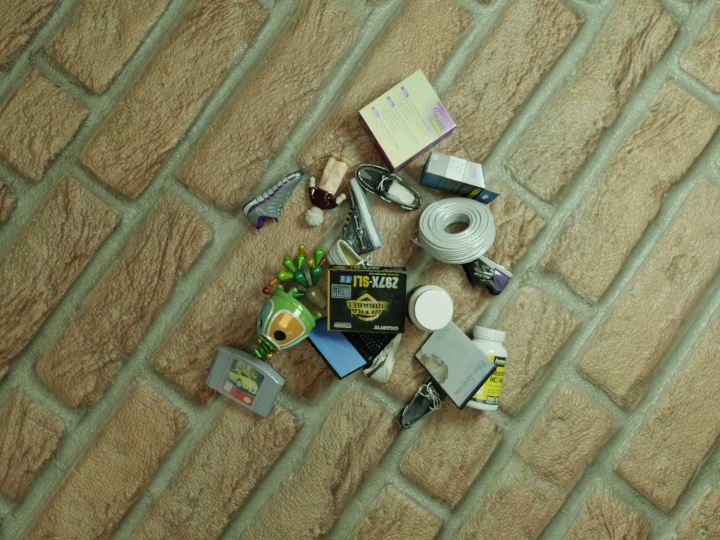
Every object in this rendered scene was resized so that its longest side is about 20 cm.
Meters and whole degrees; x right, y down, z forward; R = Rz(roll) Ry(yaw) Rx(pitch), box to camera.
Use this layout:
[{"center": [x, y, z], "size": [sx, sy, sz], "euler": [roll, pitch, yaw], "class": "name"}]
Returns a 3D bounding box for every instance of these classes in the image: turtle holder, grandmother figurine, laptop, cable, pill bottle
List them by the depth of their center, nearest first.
[{"center": [-0.200, 0.121, 1.388], "size": [0.133, 0.184, 0.142], "euler": [-52, 134, -19], "class": "turtle holder"}, {"center": [0.174, 0.095, 1.418], "size": [0.113, 0.200, 0.119], "euler": [0, 88, 0], "class": "pill bottle"}, {"center": [-0.022, 0.147, 1.437], "size": [0.200, 0.103, 0.177], "euler": [-47, 67, 7], "class": "laptop"}, {"center": [0.247, -0.108, 1.443], "size": [0.198, 0.070, 0.200], "euler": [-34, 49, -14], "class": "cable"}, {"center": [0.321, 0.253, 1.458], "size": [0.110, 0.112, 0.205], "euler": [10, 89, 0], "class": "pill bottle"}, {"center": [-0.091, -0.210, 1.499], "size": [0.120, 0.060, 0.203], "euler": [28, 93, 33], "class": "grandmother figurine"}]

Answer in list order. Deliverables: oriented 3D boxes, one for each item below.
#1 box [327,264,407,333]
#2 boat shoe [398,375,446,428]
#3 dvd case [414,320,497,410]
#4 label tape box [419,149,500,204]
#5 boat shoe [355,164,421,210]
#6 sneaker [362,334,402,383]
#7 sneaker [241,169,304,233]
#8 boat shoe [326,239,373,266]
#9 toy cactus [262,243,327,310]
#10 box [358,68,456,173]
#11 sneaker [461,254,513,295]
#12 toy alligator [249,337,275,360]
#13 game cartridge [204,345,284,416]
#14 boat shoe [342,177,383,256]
[{"center": [0.017, 0.071, 1.389], "size": [0.195, 0.049, 0.163], "euler": [3, 105, 3], "class": "box"}, {"center": [0.177, 0.339, 1.481], "size": [0.199, 0.062, 0.075], "euler": [-41, 87, -1], "class": "boat shoe"}, {"center": [0.240, 0.235, 1.435], "size": [0.143, 0.017, 0.200], "euler": [-51, 49, 10], "class": "dvd case"}, {"center": [0.261, -0.241, 1.455], "size": [0.196, 0.144, 0.065], "euler": [16, 87, 0], "class": "label tape box"}, {"center": [0.078, -0.224, 1.483], "size": [0.197, 0.060, 0.077], "euler": [23, 97, -6], "class": "boat shoe"}, {"center": [0.059, 0.194, 1.478], "size": [0.086, 0.076, 0.204], "euler": [15, 88, 0], "class": "sneaker"}, {"center": [-0.219, -0.186, 1.497], "size": [0.198, 0.075, 0.088], "euler": [-33, 99, 10], "class": "sneaker"}, {"center": [0.002, -0.002, 1.442], "size": [0.203, 0.074, 0.086], "euler": [49, 129, 13], "class": "boat shoe"}, {"center": [-0.150, 0.035, 1.475], "size": [0.200, 0.102, 0.165], "euler": [-43, 92, 4], "class": "toy cactus"}, {"center": [0.121, -0.391, 1.482], "size": [0.198, 0.097, 0.178], "euler": [-34, 89, 0], "class": "box"}, {"center": [0.304, -0.005, 1.486], "size": [0.198, 0.076, 0.089], "euler": [31, 95, 1], "class": "sneaker"}, {"center": [-0.262, 0.213, 1.488], "size": [0.198, 0.054, 0.060], "euler": [-37, 89, -1], "class": "toy alligator"}, {"center": [-0.306, 0.287, 1.474], "size": [0.197, 0.041, 0.135], "euler": [28, 107, 1], "class": "game cartridge"}, {"center": [-0.015, -0.141, 1.489], "size": [0.089, 0.071, 0.204], "euler": [-21, 82, 11], "class": "boat shoe"}]
